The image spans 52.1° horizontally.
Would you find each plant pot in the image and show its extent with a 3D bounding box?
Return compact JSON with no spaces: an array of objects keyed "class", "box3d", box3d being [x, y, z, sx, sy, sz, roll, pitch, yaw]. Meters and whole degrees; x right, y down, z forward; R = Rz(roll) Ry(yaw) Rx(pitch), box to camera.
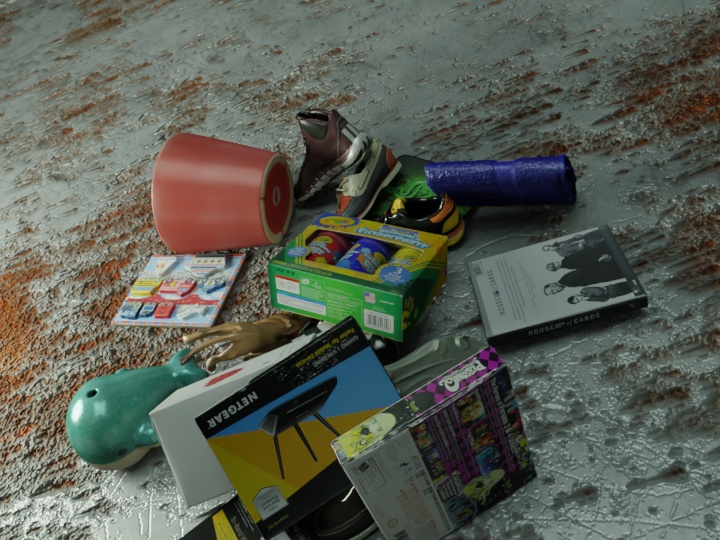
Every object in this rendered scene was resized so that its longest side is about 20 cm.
[{"class":"plant pot","box3d":[-0.212,-0.122,1.196,0.174,0.202,0.203,4,49,15]}]

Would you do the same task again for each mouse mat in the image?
[{"class":"mouse mat","box3d":[0.093,-0.117,1.175,0.198,0.008,0.161,22,60,37]}]

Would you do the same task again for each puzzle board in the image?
[{"class":"puzzle board","box3d":[-0.297,0.028,1.202,0.196,0.018,0.152,0,49,23]}]

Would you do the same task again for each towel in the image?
[{"class":"towel","box3d":[0.201,-0.130,1.039,0.196,0.147,0.051,0,79,22]}]

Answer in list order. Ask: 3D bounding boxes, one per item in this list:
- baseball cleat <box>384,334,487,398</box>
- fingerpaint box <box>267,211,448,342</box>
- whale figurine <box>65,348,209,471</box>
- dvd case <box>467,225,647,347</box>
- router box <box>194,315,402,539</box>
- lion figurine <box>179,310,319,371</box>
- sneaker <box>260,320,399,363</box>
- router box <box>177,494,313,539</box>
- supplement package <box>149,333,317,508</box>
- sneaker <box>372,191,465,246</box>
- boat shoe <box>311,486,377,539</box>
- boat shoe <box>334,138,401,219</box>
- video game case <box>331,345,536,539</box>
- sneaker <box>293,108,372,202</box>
[{"class":"baseball cleat","box3d":[0.066,0.134,0.898,0.197,0.107,0.071,-12,69,-27]},{"class":"fingerpaint box","box3d":[0.000,0.000,0.998,0.197,0.075,0.167,13,33,23]},{"class":"whale figurine","box3d":[-0.308,0.174,1.002,0.199,0.105,0.159,-36,44,-12]},{"class":"dvd case","box3d":[0.246,0.017,0.950,0.196,0.025,0.152,-16,37,9]},{"class":"router box","box3d":[-0.053,0.164,0.785,0.198,0.151,0.051,-32,0,-2]},{"class":"lion figurine","box3d":[-0.141,0.089,0.985,0.121,0.074,0.199,-17,2,25]},{"class":"sneaker","box3d":[-0.050,0.104,0.984,0.196,0.075,0.089,-13,37,1]},{"class":"router box","box3d":[-0.112,0.341,0.789,0.156,0.053,0.200,-35,44,-11]},{"class":"supplement package","box3d":[-0.126,0.173,0.877,0.197,0.122,0.121,-22,3,2]},{"class":"sneaker","box3d":[0.050,-0.071,1.081,0.196,0.091,0.071,-10,48,19]},{"class":"boat shoe","box3d":[0.019,0.228,0.833,0.200,0.061,0.071,-39,46,-15]},{"class":"boat shoe","box3d":[-0.006,-0.127,1.164,0.071,0.063,0.201,-20,29,55]},{"class":"video game case","box3d":[0.082,0.191,0.740,0.179,0.202,0.036,-30,41,-6]},{"class":"sneaker","box3d":[-0.076,-0.199,1.198,0.199,0.116,0.076,-32,18,44]}]
